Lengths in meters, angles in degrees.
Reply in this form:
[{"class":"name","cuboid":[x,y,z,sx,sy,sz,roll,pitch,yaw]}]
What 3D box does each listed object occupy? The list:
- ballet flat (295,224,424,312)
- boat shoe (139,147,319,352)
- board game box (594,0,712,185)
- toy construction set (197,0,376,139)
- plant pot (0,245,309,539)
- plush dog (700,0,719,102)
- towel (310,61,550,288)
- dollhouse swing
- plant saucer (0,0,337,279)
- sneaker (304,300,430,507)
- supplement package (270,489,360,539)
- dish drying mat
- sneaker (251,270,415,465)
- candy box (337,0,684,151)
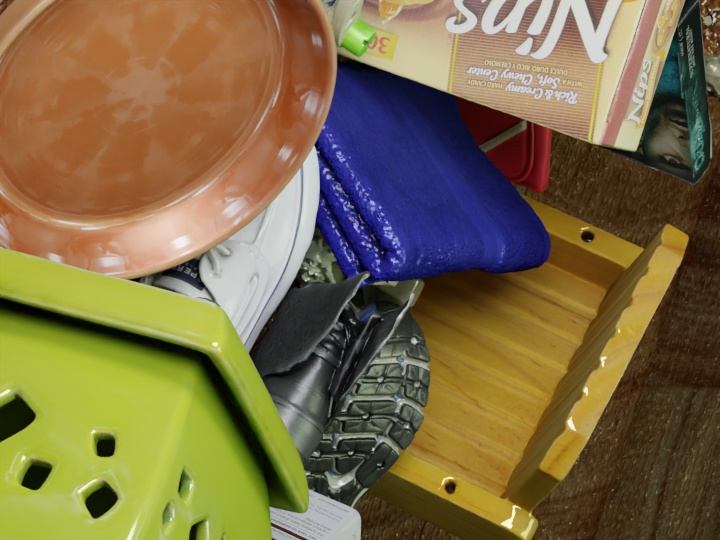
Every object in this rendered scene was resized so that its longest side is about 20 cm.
[{"class":"ballet flat","cuboid":[0.000,0.000,1.718,0.072,0.072,0.200,-67,155,-6]},{"class":"boat shoe","cuboid":[-0.081,0.007,1.556,0.065,0.073,0.201,11,97,-68]},{"class":"board game box","cuboid":[0.110,-0.134,1.678,0.028,0.200,0.135,-50,148,-27]},{"class":"toy construction set","cuboid":[-0.051,-0.128,1.495,0.200,0.092,0.131,-28,157,-44]},{"class":"plant pot","cuboid":[-0.142,0.109,1.383,0.182,0.199,0.199,-66,155,-24]},{"class":"plush dog","cuboid":[0.190,-0.159,1.845,0.200,0.171,0.161,28,83,-63]},{"class":"towel","cuboid":[0.020,-0.054,1.657,0.050,0.148,0.200,-41,164,23]},{"class":"dollhouse swing","cuboid":[0.083,0.040,1.736,0.200,0.181,0.176,-60,165,-18]},{"class":"plant saucer","cuboid":[-0.107,-0.082,1.401,0.200,0.032,0.201,-19,137,-19]},{"class":"sneaker","cuboid":[-0.030,0.099,1.705,0.078,0.089,0.200,15,113,-35]},{"class":"supplement package","cuboid":[-0.112,0.232,1.573,0.200,0.147,0.192,-42,143,-45]},{"class":"dish drying mat","cuboid":[0.082,-0.139,1.761,0.018,0.077,0.200,-42,144,-39]},{"class":"sneaker","cuboid":[-0.033,0.056,1.596,0.104,0.060,0.200,-62,-170,-11]},{"class":"candy box","cuboid":[0.074,-0.151,1.598,0.055,0.200,0.116,3,106,-62]}]
